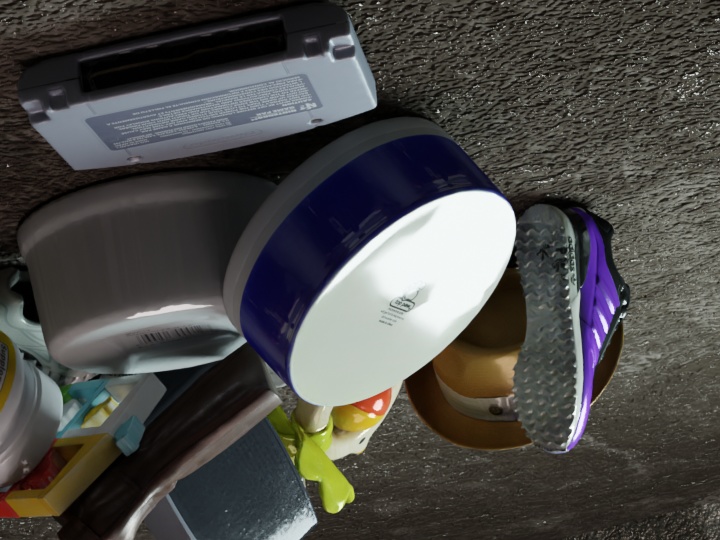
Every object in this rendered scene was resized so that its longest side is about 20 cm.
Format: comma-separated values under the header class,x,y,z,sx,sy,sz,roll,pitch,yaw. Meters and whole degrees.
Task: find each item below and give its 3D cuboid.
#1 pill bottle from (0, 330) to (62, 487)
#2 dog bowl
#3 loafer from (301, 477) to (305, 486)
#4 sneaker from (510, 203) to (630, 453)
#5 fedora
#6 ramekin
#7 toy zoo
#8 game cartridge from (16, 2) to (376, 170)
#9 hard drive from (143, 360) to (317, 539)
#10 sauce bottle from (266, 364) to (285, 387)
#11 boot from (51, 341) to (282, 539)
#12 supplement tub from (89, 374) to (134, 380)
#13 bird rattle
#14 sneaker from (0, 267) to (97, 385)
class,x,y,z,sx,sy,sz,roll,pitch,yaw
pill bottle,-0.316,0.073,1.503,0.114,0.115,0.200,-19,139,31
dog bowl,0.008,-0.004,1.435,0.200,0.079,0.200,-31,150,-20
loafer,-0.124,0.152,1.870,0.076,0.200,0.068,-21,153,-41
sneaker,0.180,0.046,1.688,0.099,0.201,0.069,-2,-175,-43
fedora,0.120,0.056,1.771,0.200,0.201,0.082,-15,137,18
ramekin,-0.144,0.007,1.519,0.199,0.098,0.201,-9,165,-2
toy zoo,-0.224,0.133,1.570,0.200,0.020,0.131,-11,-146,54
game cartridge,-0.094,-0.107,1.262,0.199,0.041,0.133,-11,161,5
hard drive,-0.117,0.167,1.687,0.042,0.200,0.135,3,-140,50
sauce bottle,-0.081,0.057,1.672,0.066,0.066,0.200,-8,-173,-6
boot,-0.149,0.126,1.561,0.200,0.064,0.186,-46,-158,-5
supplement tub,-0.197,0.119,1.776,0.122,0.123,0.200,4,179,-40
bird rattle,-0.019,0.098,1.806,0.112,0.201,0.163,23,-172,26
sneaker,-0.243,0.040,1.638,0.081,0.075,0.200,-27,159,24
